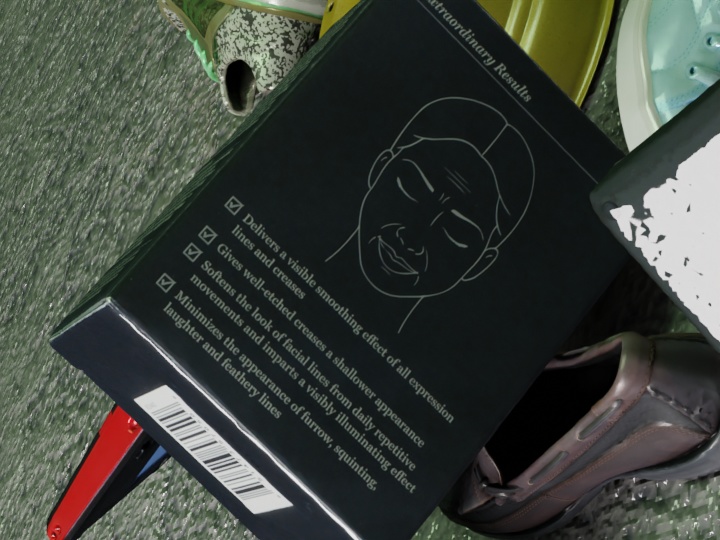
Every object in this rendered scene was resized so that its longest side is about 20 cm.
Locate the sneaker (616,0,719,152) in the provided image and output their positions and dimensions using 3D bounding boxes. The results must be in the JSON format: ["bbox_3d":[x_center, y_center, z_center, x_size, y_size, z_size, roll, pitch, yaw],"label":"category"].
[{"bbox_3d":[0.152,-0.113,0.826,0.082,0.073,0.202,-31,45,60],"label":"sneaker"}]

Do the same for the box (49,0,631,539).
[{"bbox_3d":[0.000,0.000,0.868,0.200,0.148,0.107,-49,8,-21],"label":"box"}]

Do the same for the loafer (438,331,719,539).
[{"bbox_3d":[0.077,0.059,0.864,0.200,0.063,0.073,-28,48,55],"label":"loafer"}]

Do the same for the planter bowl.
[{"bbox_3d":[0.035,-0.119,1.057,0.200,0.083,0.202,-44,36,44],"label":"planter bowl"}]

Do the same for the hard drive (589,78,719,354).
[{"bbox_3d":[0.176,-0.023,0.647,0.200,0.140,0.033,-41,2,45],"label":"hard drive"}]

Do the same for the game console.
[{"bbox_3d":[-0.069,0.043,1.093,0.177,0.031,0.200,-58,-10,32],"label":"game console"}]

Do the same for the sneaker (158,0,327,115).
[{"bbox_3d":[-0.083,-0.143,1.335,0.200,0.076,0.090,-169,90,-67],"label":"sneaker"}]
